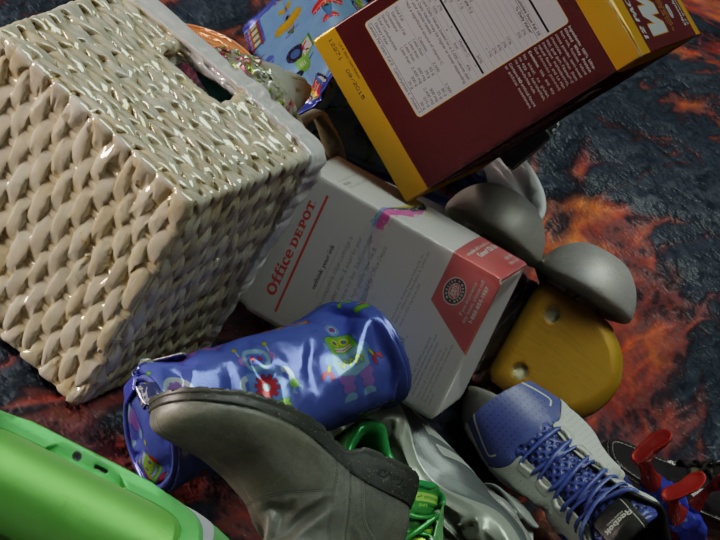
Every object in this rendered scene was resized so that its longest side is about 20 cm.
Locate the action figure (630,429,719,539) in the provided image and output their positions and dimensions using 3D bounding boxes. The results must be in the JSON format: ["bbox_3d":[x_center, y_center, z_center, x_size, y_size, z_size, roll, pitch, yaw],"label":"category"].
[{"bbox_3d":[0.259,0.174,1.664,0.065,0.099,0.200,55,-9,34],"label":"action figure"}]

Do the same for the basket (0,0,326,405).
[{"bbox_3d":[-0.168,-0.053,1.524,0.198,0.200,0.161,41,30,12],"label":"basket"}]

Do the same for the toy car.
[{"bbox_3d":[0.102,0.042,1.747,0.199,0.176,0.150,32,-7,-4],"label":"toy car"}]

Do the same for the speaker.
[{"bbox_3d":[-0.177,0.146,1.324,0.199,0.089,0.089,28,28,-12],"label":"speaker"}]

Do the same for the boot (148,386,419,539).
[{"bbox_3d":[-0.050,0.158,1.397,0.199,0.068,0.131,26,62,-26],"label":"boot"}]

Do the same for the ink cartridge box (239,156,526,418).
[{"bbox_3d":[0.000,0.000,1.596,0.199,0.117,0.067,31,20,12],"label":"ink cartridge box"}]

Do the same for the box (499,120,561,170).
[{"bbox_3d":[0.083,-0.178,1.835,0.200,0.046,0.159,52,11,-2],"label":"box"}]

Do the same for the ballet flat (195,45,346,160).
[{"bbox_3d":[-0.055,-0.102,1.633,0.075,0.064,0.200,28,-22,41],"label":"ballet flat"}]

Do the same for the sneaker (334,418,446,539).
[{"bbox_3d":[0.020,0.178,1.492,0.074,0.084,0.200,9,38,-41],"label":"sneaker"}]

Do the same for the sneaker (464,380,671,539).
[{"bbox_3d":[0.165,0.159,1.607,0.200,0.080,0.115,51,-9,7],"label":"sneaker"}]

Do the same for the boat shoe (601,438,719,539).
[{"bbox_3d":[0.274,0.178,1.791,0.199,0.065,0.072,30,29,-8],"label":"boat shoe"}]

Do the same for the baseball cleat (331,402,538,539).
[{"bbox_3d":[0.049,0.150,1.607,0.200,0.070,0.106,51,17,21],"label":"baseball cleat"}]

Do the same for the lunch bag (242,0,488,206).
[{"bbox_3d":[0.020,-0.130,1.769,0.199,0.094,0.151,31,26,-33],"label":"lunch bag"}]

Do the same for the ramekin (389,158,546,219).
[{"bbox_3d":[0.042,-0.063,1.871,0.199,0.105,0.201,27,28,-16],"label":"ramekin"}]

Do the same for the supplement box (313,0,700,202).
[{"bbox_3d":[0.109,-0.167,1.633,0.133,0.199,0.197,60,22,1],"label":"supplement box"}]

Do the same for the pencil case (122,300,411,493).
[{"bbox_3d":[-0.065,0.077,1.495,0.199,0.078,0.087,-17,80,-31],"label":"pencil case"}]

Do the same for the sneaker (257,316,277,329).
[{"bbox_3d":[-0.042,-0.016,1.754,0.086,0.078,0.201,27,36,-30],"label":"sneaker"}]

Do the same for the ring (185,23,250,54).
[{"bbox_3d":[-0.167,-0.116,1.708,0.199,0.019,0.201,-5,46,5],"label":"ring"}]
